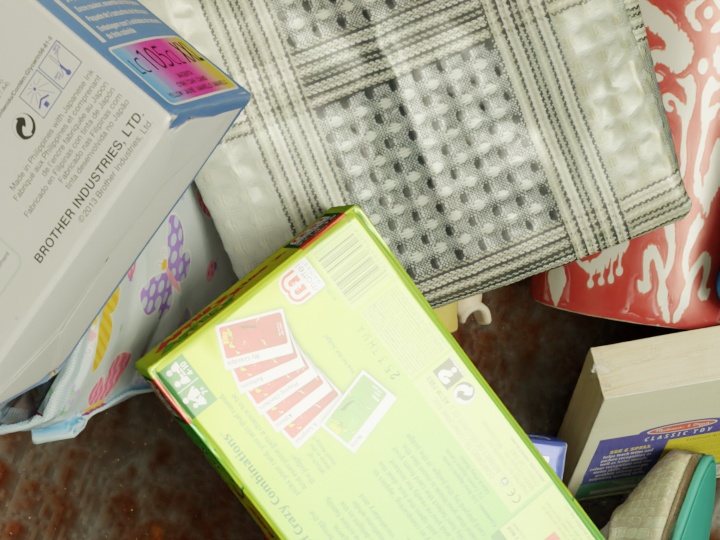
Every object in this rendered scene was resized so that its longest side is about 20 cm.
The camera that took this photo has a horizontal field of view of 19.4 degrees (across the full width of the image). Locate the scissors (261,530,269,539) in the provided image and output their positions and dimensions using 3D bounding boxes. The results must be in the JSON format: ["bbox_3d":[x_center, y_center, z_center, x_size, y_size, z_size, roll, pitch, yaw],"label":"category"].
[{"bbox_3d":[-0.043,0.045,0.949,0.073,0.014,0.201,-29,97,-5],"label":"scissors"}]

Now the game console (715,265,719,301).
[{"bbox_3d":[0.264,-0.052,0.857,0.199,0.118,0.171,18,58,-3],"label":"game console"}]

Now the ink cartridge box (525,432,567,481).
[{"bbox_3d":[0.022,0.162,0.865,0.094,0.044,0.201,8,89,-12],"label":"ink cartridge box"}]

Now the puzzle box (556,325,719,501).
[{"bbox_3d":[0.188,0.054,0.924,0.199,0.133,0.026,-9,66,-8],"label":"puzzle box"}]

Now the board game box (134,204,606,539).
[{"bbox_3d":[0.014,0.084,0.815,0.101,0.048,0.200,-38,98,-9],"label":"board game box"}]

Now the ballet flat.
[{"bbox_3d":[0.104,0.160,0.881,0.062,0.068,0.201,5,60,19],"label":"ballet flat"}]

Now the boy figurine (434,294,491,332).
[{"bbox_3d":[0.000,0.000,0.918,0.124,0.064,0.201,-7,88,-30],"label":"boy figurine"}]

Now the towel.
[{"bbox_3d":[0.019,-0.080,0.827,0.192,0.035,0.201,-18,108,5],"label":"towel"}]

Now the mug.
[{"bbox_3d":[0.160,-0.077,0.916,0.177,0.133,0.201,7,95,-6],"label":"mug"}]

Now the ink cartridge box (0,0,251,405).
[{"bbox_3d":[-0.159,-0.067,0.720,0.200,0.076,0.137,40,108,7],"label":"ink cartridge box"}]

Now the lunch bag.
[{"bbox_3d":[-0.131,-0.040,0.845,0.127,0.170,0.201,-16,94,23],"label":"lunch bag"}]
